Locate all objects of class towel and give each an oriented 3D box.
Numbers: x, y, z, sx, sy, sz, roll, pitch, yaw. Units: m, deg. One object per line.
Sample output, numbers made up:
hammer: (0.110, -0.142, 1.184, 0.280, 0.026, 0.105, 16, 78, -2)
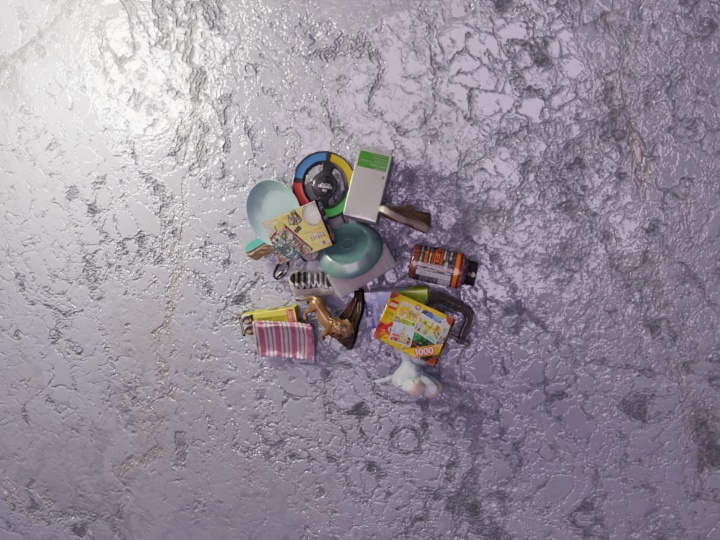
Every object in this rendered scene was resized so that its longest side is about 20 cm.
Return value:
towel: (-0.247, 0.226, 1.830, 0.196, 0.030, 0.148, 3, 127, 5)

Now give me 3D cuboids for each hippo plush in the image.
hippo plush: (0.176, 0.295, 1.764, 0.198, 0.158, 0.164, 7, 85, 51)

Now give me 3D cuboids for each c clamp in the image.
c clamp: (0.266, 0.169, 1.730, 0.198, 0.027, 0.172, 31, 93, -12)

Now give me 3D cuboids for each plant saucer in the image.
plant saucer: (-0.254, -0.176, 1.714, 0.198, 0.039, 0.205, 9, 112, 23)
plant saucer: (-0.034, -0.069, 1.658, 0.196, 0.203, 0.036, -5, 145, 12)

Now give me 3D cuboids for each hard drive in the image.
hard drive: (-0.133, -0.168, 1.738, 0.138, 0.033, 0.202, -27, 95, -5)

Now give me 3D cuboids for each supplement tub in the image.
supplement tub: (0.246, -0.009, 1.683, 0.196, 0.107, 0.109, 12, 104, 8)

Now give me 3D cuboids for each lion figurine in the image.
lion figurine: (-0.112, 0.139, 1.742, 0.200, 0.073, 0.122, 44, 143, -3)

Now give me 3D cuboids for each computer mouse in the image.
computer mouse: (-0.194, -0.037, 1.788, 0.198, 0.034, 0.059, -33, 95, 7)

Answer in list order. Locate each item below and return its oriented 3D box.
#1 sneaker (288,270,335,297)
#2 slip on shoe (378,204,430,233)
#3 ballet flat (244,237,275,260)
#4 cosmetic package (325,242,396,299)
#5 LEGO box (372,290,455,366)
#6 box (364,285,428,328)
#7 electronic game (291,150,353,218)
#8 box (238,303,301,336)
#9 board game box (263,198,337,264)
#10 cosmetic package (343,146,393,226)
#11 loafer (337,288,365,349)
sneaker: (-0.126, 0.050, 1.792, 0.196, 0.076, 0.082, 4, 134, 1)
slip on shoe: (0.132, -0.163, 1.646, 0.198, 0.076, 0.062, 18, 94, -37)
ballet flat: (-0.269, -0.094, 1.789, 0.198, 0.071, 0.065, -27, 135, 10)
cosmetic package: (0.000, 0.000, 1.701, 0.198, 0.107, 0.091, -32, 95, -4)
LEGO box: (0.158, 0.171, 1.665, 0.197, 0.077, 0.151, 23, 86, 16)
box: (0.115, 0.115, 1.763, 0.196, 0.048, 0.124, -3, 101, 10)
electronic game: (-0.107, -0.255, 1.699, 0.196, 0.042, 0.204, 0, 91, -12)
box: (-0.293, 0.163, 1.851, 0.196, 0.050, 0.077, -8, 100, 12)
board game box: (-0.177, -0.111, 1.656, 0.197, 0.035, 0.137, -17, 99, 30)
cosmetic package: (0.024, -0.243, 1.663, 0.106, 0.085, 0.204, 12, 87, 6)
loafer: (-0.034, 0.151, 1.786, 0.070, 0.073, 0.203, 16, 104, 6)
